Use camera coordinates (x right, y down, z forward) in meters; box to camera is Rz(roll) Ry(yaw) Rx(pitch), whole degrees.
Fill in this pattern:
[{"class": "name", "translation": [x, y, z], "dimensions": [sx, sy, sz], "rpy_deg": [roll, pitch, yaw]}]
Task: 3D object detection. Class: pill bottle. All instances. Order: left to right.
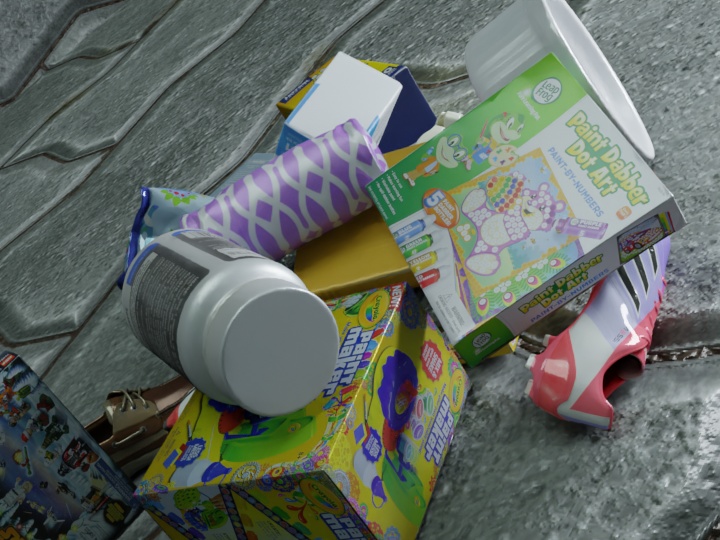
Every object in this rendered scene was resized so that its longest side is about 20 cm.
[{"class": "pill bottle", "translation": [-0.103, 0.038, 0.888], "dimensions": [0.114, 0.114, 0.200], "rpy_deg": [-42, 28, -15]}]

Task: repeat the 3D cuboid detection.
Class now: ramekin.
[{"class": "ramekin", "translation": [0.185, -0.165, 1.083], "dimensions": [0.097, 0.201, 0.201], "rpy_deg": [-33, 25, 21]}]

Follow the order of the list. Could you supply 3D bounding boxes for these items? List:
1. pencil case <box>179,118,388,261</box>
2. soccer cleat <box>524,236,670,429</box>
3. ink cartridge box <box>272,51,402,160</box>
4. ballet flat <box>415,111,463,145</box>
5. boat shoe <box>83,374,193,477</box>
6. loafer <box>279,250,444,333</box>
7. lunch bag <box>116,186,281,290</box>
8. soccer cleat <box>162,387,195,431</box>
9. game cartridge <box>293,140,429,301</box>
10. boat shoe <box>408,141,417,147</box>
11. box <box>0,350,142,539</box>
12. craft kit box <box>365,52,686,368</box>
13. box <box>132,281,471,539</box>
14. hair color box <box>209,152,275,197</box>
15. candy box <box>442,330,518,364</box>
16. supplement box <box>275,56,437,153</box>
[{"class": "pencil case", "translation": [-0.064, -0.061, 1.023], "dimensions": [0.199, 0.084, 0.086], "rpy_deg": [-28, 12, 0]}, {"class": "soccer cleat", "translation": [0.201, 0.041, 0.881], "dimensions": [0.076, 0.067, 0.200], "rpy_deg": [26, 53, 26]}, {"class": "ink cartridge box", "translation": [-0.042, -0.114, 1.259], "dimensions": [0.145, 0.084, 0.200], "rpy_deg": [-58, -6, -42]}, {"class": "ballet flat", "translation": [0.093, -0.131, 1.229], "dimensions": [0.068, 0.068, 0.200], "rpy_deg": [12, 34, 22]}, {"class": "boat shoe", "translation": [-0.230, 0.156, 1.158], "dimensions": [0.200, 0.072, 0.076], "rpy_deg": [-40, 27, -10]}, {"class": "loafer", "translation": [0.012, 0.023, 1.049], "dimensions": [0.199, 0.070, 0.075], "rpy_deg": [18, 56, 41]}, {"class": "lunch bag", "translation": [-0.157, -0.006, 1.191], "dimensions": [0.200, 0.169, 0.128], "rpy_deg": [167, 118, -81]}, {"class": "soccer cleat", "translation": [-0.124, 0.107, 1.096], "dimensions": [0.085, 0.069, 0.200], "rpy_deg": [-31, 12, 18]}, {"class": "game cartridge", "translation": [0.038, -0.048, 1.036], "dimensions": [0.199, 0.033, 0.177], "rpy_deg": [-15, 40, 18]}, {"class": "boat shoe", "translation": [0.029, -0.089, 1.245], "dimensions": [0.056, 0.069, 0.200], "rpy_deg": [-25, 5, 36]}, {"class": "box", "translation": [-0.304, 0.192, 1.040], "dimensions": [0.137, 0.200, 0.040], "rpy_deg": [-47, 29, -23]}, {"class": "craft kit box", "translation": [0.123, -0.053, 0.914], "dimensions": [0.197, 0.049, 0.200], "rpy_deg": [-33, 47, 6]}, {"class": "box", "translation": [-0.040, 0.135, 0.922], "dimensions": [0.192, 0.122, 0.200], "rpy_deg": [-14, 33, 33]}, {"class": "hair color box", "translation": [-0.153, -0.039, 1.363], "dimensions": [0.200, 0.099, 0.060], "rpy_deg": [-46, 29, -23]}, {"class": "candy box", "translation": [0.059, 0.055, 1.045], "dimensions": [0.199, 0.026, 0.102], "rpy_deg": [-16, 28, 33]}, {"class": "supplement box", "translation": [-0.003, -0.188, 1.424], "dimensions": [0.109, 0.110, 0.200], "rpy_deg": [-41, 27, -13]}]
